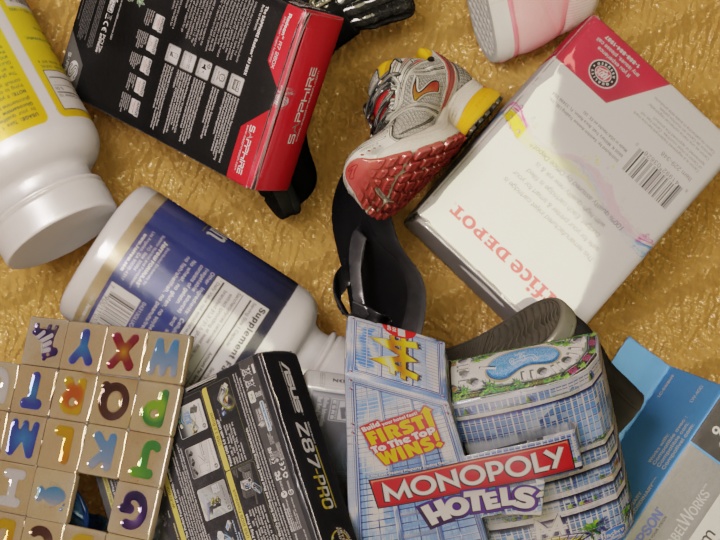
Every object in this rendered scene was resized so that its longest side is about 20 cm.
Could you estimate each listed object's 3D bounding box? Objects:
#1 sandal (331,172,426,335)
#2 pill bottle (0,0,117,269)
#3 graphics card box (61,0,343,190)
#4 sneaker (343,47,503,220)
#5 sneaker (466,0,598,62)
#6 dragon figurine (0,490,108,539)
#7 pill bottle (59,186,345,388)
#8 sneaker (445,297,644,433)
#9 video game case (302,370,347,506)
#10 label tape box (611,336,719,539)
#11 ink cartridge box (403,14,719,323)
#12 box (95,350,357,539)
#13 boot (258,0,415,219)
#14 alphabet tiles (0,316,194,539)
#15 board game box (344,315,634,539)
[{"bbox_3d":[0.000,0.000,1.052,0.043,0.200,0.076,12,125,-23],"label":"sandal"},{"bbox_3d":[-0.252,-0.107,1.046,0.112,0.112,0.201,-29,80,-7],"label":"pill bottle"},{"bbox_3d":[-0.114,-0.148,1.040,0.200,0.051,0.126,27,106,31],"label":"graphics card box"},{"bbox_3d":[0.028,-0.100,1.063,0.082,0.200,0.078,40,120,2],"label":"sneaker"},{"bbox_3d":[0.123,-0.257,1.098,0.104,0.075,0.201,-18,121,-7],"label":"sneaker"},{"bbox_3d":[-0.217,0.169,1.049,0.059,0.099,0.200,-41,91,-7],"label":"dragon figurine"},{"bbox_3d":[-0.100,0.038,1.065,0.200,0.111,0.111,33,83,-3],"label":"pill bottle"},{"bbox_3d":[0.095,0.105,1.071,0.200,0.075,0.106,-29,118,34],"label":"sneaker"},{"bbox_3d":[0.036,0.163,1.055,0.181,0.023,0.201,8,123,-5],"label":"video game case"},{"bbox_3d":[0.246,0.163,1.114,0.200,0.063,0.144,36,83,-3],"label":"label tape box"},{"bbox_3d":[0.150,-0.062,1.109,0.148,0.086,0.200,43,85,-2],"label":"ink cartridge box"},{"bbox_3d":[-0.084,0.173,0.983,0.161,0.049,0.201,-27,75,26],"label":"box"},{"bbox_3d":[-0.029,-0.157,1.101,0.157,0.079,0.212,-18,87,-7],"label":"boot"},{"bbox_3d":[-0.212,0.115,1.014,0.199,0.008,0.168,5,78,27],"label":"alphabet tiles"},{"bbox_3d":[0.065,0.114,0.971,0.199,0.062,0.200,-12,124,9],"label":"board game box"}]
